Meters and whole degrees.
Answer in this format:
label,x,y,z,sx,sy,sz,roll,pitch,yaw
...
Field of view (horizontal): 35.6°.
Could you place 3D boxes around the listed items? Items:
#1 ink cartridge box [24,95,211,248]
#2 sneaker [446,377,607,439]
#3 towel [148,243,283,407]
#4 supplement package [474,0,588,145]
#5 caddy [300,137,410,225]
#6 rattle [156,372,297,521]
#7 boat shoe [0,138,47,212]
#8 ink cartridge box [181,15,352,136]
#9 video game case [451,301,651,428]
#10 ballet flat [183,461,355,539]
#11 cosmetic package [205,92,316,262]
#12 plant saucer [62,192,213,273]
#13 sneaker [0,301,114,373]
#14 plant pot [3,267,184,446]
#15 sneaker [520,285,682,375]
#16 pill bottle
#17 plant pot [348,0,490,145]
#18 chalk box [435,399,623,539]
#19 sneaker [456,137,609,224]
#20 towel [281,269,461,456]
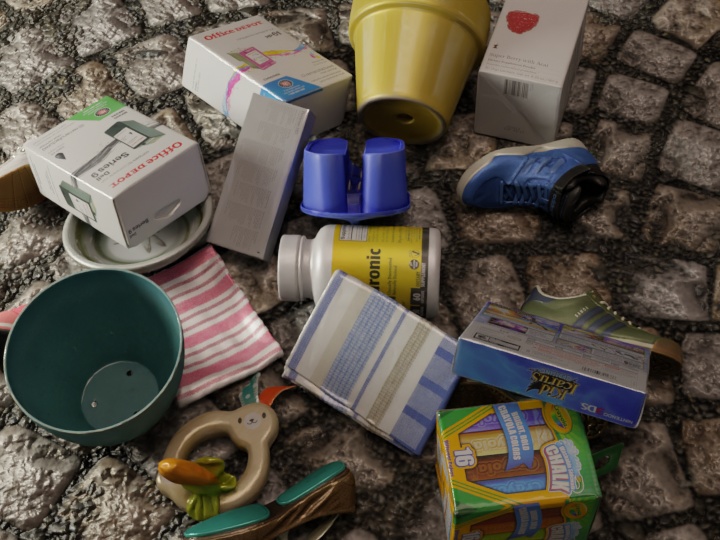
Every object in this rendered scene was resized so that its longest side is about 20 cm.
label,x,y,z,sx,sy,sz,roll,pitch,yaw
ink cartridge box,-0.313,-0.131,1.450,0.199,0.085,0.146,27,53,34
sneaker,0.193,0.140,1.311,0.197,0.068,0.090,7,35,16
towel,-0.203,0.065,1.391,0.145,0.030,0.201,-27,56,-17
supplement package,0.245,-0.295,1.596,0.120,0.121,0.202,13,54,12
caddy,-0.005,-0.109,1.436,0.139,0.107,0.200,0,14,2
rattle,-0.150,0.167,1.250,0.129,0.144,0.200,21,60,39
boat shoe,-0.442,-0.146,1.538,0.199,0.071,0.069,-31,56,-30
ink cartridge box,-0.134,-0.270,1.588,0.199,0.085,0.144,35,42,26
video game case,0.212,0.099,1.216,0.197,0.046,0.181,16,15,13
ballet flat,-0.090,0.277,1.208,0.198,0.068,0.073,-22,99,-20
cosmetic package,-0.128,-0.119,1.455,0.082,0.051,0.203,18,88,12
plant saucer,-0.285,-0.051,1.458,0.197,0.051,0.202,-5,41,4
sneaker,-0.399,0.069,1.382,0.197,0.074,0.087,-3,40,-8
plant pot,-0.290,0.118,1.282,0.197,0.135,0.203,-1,59,2
sneaker,0.287,0.064,1.345,0.197,0.067,0.091,7,59,10
pill bottle,0.000,0.000,1.385,0.197,0.112,0.112,2,52,4
plant pot,0.073,-0.289,1.565,0.198,0.201,0.191,8,69,7
chalk box,0.186,0.222,1.203,0.197,0.126,0.125,-6,52,-1
sneaker,0.234,-0.107,1.480,0.197,0.077,0.112,-14,44,-17
towel,0.018,0.107,1.303,0.198,0.024,0.148,30,96,17
